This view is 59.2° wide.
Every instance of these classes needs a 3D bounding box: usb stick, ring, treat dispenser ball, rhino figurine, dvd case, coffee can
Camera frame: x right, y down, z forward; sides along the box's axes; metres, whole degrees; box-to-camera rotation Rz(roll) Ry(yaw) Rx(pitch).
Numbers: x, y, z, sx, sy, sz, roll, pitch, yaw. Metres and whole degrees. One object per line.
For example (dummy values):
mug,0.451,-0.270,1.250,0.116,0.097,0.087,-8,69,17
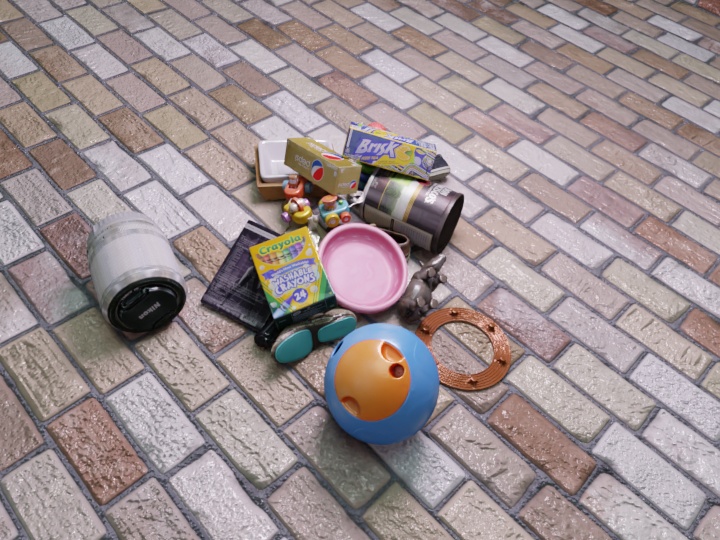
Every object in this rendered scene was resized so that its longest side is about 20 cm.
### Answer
usb stick,-0.141,0.078,1.269,0.033,0.055,0.200,46,52,-7
ring,0.206,0.150,1.269,0.197,0.019,0.202,4,47,-4
treat dispenser ball,0.036,0.193,1.084,0.197,0.203,0.203,4,47,-4
rhino figurine,0.134,0.028,1.330,0.060,0.087,0.201,41,47,-14
dvd case,-0.216,0.009,1.295,0.147,0.016,0.202,24,74,15
coffee can,0.116,-0.142,1.436,0.198,0.148,0.147,25,50,16

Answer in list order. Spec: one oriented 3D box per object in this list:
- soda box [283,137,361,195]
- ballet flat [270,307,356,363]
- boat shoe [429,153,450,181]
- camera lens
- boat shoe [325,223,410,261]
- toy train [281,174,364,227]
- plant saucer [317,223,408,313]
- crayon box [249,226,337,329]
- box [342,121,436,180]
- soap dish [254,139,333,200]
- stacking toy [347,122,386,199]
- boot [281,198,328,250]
soda box,-0.087,-0.233,1.400,0.067,0.065,0.199,-11,33,-40
ballet flat,-0.101,0.122,1.235,0.198,0.069,0.075,-21,32,-31
boat shoe,0.135,-0.250,1.579,0.198,0.075,0.063,-15,80,-27
camera lens,-0.433,0.006,1.223,0.158,0.161,0.201,-18,52,-22
boat shoe,0.018,-0.077,1.412,0.199,0.075,0.075,15,47,7
toy train,-0.098,-0.164,1.380,0.197,0.056,0.151,10,49,20
plant saucer,0.000,0.000,1.322,0.197,0.051,0.203,8,61,-15
crayon box,-0.138,0.000,1.239,0.124,0.052,0.202,-21,60,-8
box,0.063,-0.262,1.387,0.197,0.071,0.064,15,24,-4
soap dish,-0.155,-0.245,1.539,0.197,0.082,0.159,-4,48,-10
stacking toy,0.025,-0.253,1.484,0.084,0.202,0.086,8,41,-7
boot,-0.164,-0.072,1.391,0.153,0.073,0.200,-25,55,-23
